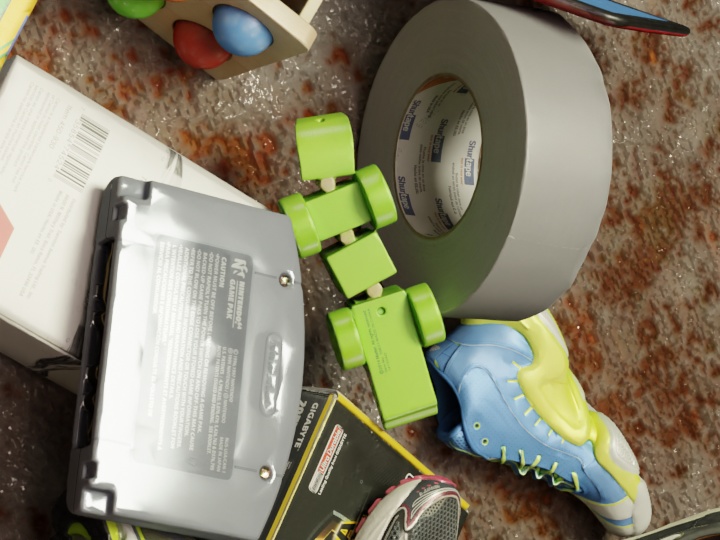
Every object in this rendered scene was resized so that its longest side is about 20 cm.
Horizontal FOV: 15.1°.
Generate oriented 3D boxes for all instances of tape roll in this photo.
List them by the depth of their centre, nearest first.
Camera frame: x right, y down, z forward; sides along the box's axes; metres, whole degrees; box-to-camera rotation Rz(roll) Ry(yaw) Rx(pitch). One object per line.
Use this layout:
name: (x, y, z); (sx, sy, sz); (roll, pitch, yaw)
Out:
tape roll: (0.075, -0.069, 1.706); (0.066, 0.200, 0.201); (4, 82, -31)

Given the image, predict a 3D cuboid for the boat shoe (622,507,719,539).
boat shoe: (0.175, 0.214, 1.773); (0.200, 0.068, 0.072); (-26, 99, 2)

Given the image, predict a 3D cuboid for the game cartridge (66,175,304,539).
game cartridge: (-0.097, 0.055, 1.583); (0.133, 0.040, 0.200); (14, 73, -26)

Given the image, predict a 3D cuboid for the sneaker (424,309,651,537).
sneaker: (0.108, 0.109, 1.792); (0.105, 0.076, 0.200); (-33, 102, -10)

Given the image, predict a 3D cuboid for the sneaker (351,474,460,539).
sneaker: (0.031, 0.224, 1.652); (0.081, 0.075, 0.200); (21, 78, -47)

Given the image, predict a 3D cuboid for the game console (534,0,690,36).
game console: (0.121, -0.225, 1.746); (0.200, 0.119, 0.173); (-8, 87, -71)

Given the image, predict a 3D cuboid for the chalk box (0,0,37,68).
chalk box: (-0.258, -0.178, 1.569); (0.124, 0.124, 0.200); (33, 70, -23)

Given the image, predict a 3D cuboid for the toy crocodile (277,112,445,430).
toy crocodile: (0.000, 0.000, 1.666); (0.067, 0.062, 0.200); (-22, 97, -6)

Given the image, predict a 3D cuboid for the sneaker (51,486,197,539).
sneaker: (-0.103, 0.203, 1.562); (0.081, 0.074, 0.200); (-7, 59, -37)

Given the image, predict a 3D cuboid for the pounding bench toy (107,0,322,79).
pounding bench toy: (-0.107, -0.231, 1.663); (0.200, 0.124, 0.156); (37, 68, -21)

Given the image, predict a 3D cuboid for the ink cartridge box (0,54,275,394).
ink cartridge box: (-0.168, -0.012, 1.625); (0.200, 0.083, 0.147); (32, 69, -24)

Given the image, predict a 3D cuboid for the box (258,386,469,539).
box: (-0.025, 0.196, 1.677); (0.160, 0.049, 0.200); (44, 62, -43)
